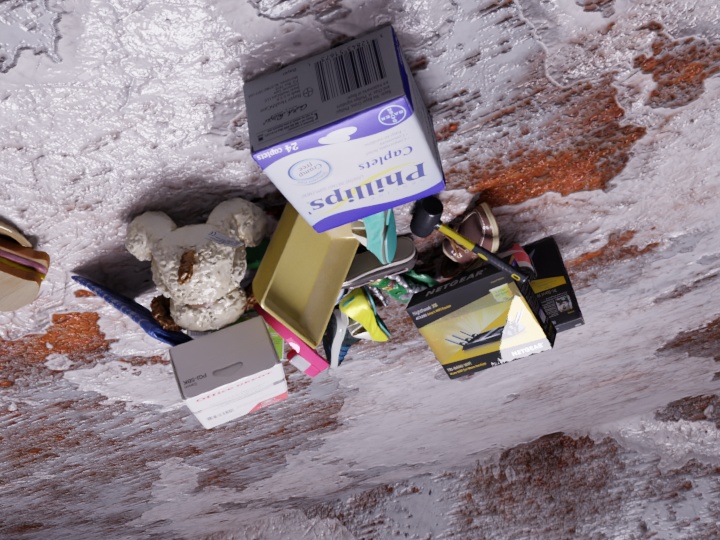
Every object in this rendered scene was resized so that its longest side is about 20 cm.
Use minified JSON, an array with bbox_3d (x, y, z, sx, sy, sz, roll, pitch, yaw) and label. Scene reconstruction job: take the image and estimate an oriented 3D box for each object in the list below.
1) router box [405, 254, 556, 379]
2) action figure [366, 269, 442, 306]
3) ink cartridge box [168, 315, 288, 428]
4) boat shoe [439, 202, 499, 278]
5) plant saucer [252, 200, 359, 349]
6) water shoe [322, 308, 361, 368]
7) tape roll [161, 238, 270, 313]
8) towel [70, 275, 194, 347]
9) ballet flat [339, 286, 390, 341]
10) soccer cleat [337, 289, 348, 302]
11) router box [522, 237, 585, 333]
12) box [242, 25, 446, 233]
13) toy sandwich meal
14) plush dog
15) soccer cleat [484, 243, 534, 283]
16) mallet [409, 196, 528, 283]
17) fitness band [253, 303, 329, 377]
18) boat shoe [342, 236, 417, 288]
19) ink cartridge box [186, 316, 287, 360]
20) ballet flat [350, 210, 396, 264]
[{"bbox_3d":[0.200,0.083,1.181,0.199,0.052,0.158,-25,107,33],"label":"router box"},{"bbox_3d":[0.063,0.026,1.272,0.199,0.055,0.118,21,142,-40],"label":"action figure"},{"bbox_3d":[-0.193,0.158,1.073,0.146,0.083,0.200,-19,158,-11],"label":"ink cartridge box"},{"bbox_3d":[0.169,-0.039,1.156,0.072,0.073,0.200,-18,161,-14],"label":"boat shoe"},{"bbox_3d":[-0.083,-0.010,1.033,0.048,0.201,0.200,13,162,25],"label":"plant saucer"},{"bbox_3d":[-0.029,0.140,1.426,0.078,0.072,0.200,-10,154,-14],"label":"water shoe"},{"bbox_3d":[-0.217,0.011,1.134,0.199,0.048,0.201,-9,153,-5],"label":"tape roll"},{"bbox_3d":[-0.338,0.073,1.090,0.199,0.024,0.145,26,172,30],"label":"towel"},{"bbox_3d":[0.003,0.088,1.290,0.067,0.067,0.200,-31,153,-2],"label":"ballet flat"},{"bbox_3d":[-0.097,0.069,1.262,0.086,0.070,0.200,-12,150,-37],"label":"soccer cleat"},{"bbox_3d":[0.282,0.051,1.281,0.199,0.158,0.052,-21,156,19],"label":"router box"},{"bbox_3d":[-0.011,-0.155,0.836,0.183,0.106,0.200,-18,153,13],"label":"box"},{"bbox_3d":[-0.534,-0.004,0.957,0.204,0.071,0.206,-9,153,-5],"label":"toy sandwich meal"},{"bbox_3d":[-0.216,0.015,0.981,0.198,0.161,0.173,-11,131,-3],"label":"plush dog"},{"bbox_3d":[0.210,0.020,1.266,0.199,0.074,0.068,-26,133,19],"label":"soccer cleat"},{"bbox_3d":[0.163,-0.035,1.088,0.200,0.041,0.066,37,147,-1],"label":"mallet"},{"bbox_3d":[-0.113,0.097,1.134,0.037,0.144,0.200,-37,152,-1],"label":"fitness band"},{"bbox_3d":[0.000,0.000,1.176,0.199,0.067,0.057,-15,147,0],"label":"boat shoe"},{"bbox_3d":[-0.196,0.127,1.293,0.147,0.076,0.200,-5,173,32],"label":"ink cartridge box"},{"bbox_3d":[0.018,-0.077,1.057,0.070,0.068,0.200,11,154,9],"label":"ballet flat"}]
